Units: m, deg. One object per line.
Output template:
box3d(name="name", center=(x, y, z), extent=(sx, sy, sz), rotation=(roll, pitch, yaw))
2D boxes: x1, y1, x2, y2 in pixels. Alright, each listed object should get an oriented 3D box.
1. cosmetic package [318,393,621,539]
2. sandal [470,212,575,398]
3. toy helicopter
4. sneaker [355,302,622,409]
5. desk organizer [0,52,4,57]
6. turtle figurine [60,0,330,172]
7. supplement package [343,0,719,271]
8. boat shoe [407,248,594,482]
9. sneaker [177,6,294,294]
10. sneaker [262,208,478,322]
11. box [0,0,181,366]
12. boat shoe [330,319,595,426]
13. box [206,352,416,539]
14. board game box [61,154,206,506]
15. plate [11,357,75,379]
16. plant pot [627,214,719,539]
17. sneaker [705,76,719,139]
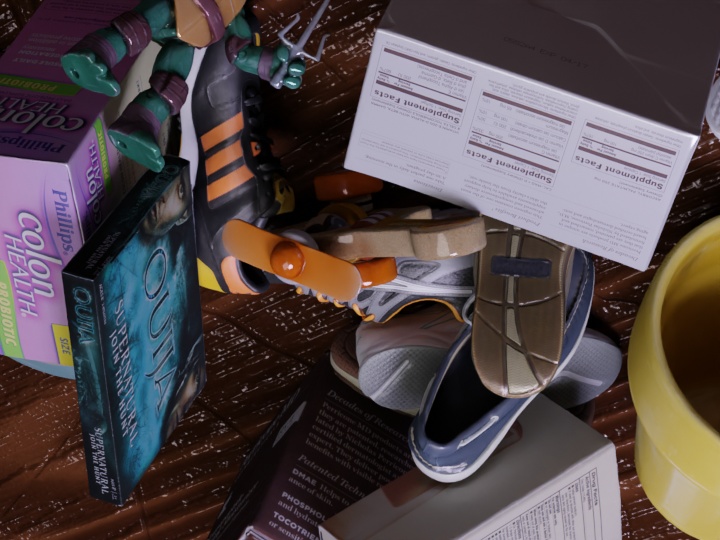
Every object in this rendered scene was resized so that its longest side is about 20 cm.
box3d(name="cosmetic package", center=(0.079, 0.184, 1.403), extent=(0.087, 0.199, 0.104), rotation=(35, 143, 46))
box3d(name="sandal", center=(0.115, -0.013, 1.347), extent=(0.080, 0.202, 0.054), rotation=(9, 172, 9))
box3d(name="toy helicopter", center=(0.001, -0.021, 1.294), extent=(0.199, 0.132, 0.080), rotation=(1, 102, 54))
box3d(name="sneaker", center=(0.092, 0.053, 1.463), extent=(0.199, 0.080, 0.071), rotation=(3, 122, -12))
box3d(name="desk organizer", center=(-0.254, -0.054, 1.483), extent=(0.071, 0.077, 0.201), rotation=(8, 122, 15))
box3d(name="turtle figurine", center=(-0.098, -0.168, 1.296), extent=(0.150, 0.200, 0.100), rotation=(49, 156, -22))
box3d(name="supplement package", center=(0.112, -0.116, 1.257), extent=(0.199, 0.156, 0.111), rotation=(20, 131, 4))
box3d(name="boat shoe", center=(0.098, 0.051, 1.378), extent=(0.075, 0.200, 0.062), rotation=(36, 162, 16))
box3d(name="sneaker", center=(-0.079, -0.079, 1.388), extent=(0.090, 0.070, 0.201), rotation=(20, 111, 19))
box3d(name="sneaker", center=(0.000, 0.000, 1.436), extent=(0.199, 0.078, 0.078), rotation=(-2, 99, 22))
box3d(name="box", center=(-0.192, -0.067, 1.385), extent=(0.096, 0.201, 0.177), rotation=(8, 131, 14))
box3d(name="boat shoe", center=(0.071, 0.101, 1.513), extent=(0.201, 0.075, 0.075), rotation=(19, 141, 6))
box3d(name="box", center=(-0.022, 0.212, 1.553), extent=(0.164, 0.201, 0.166), rotation=(31, 132, -7))
box3d(name="board game box", center=(-0.148, 0.040, 1.351), extent=(0.028, 0.136, 0.201), rotation=(15, 133, 17))
box3d(name="plate", center=(-0.250, 0.017, 1.596), extent=(0.199, 0.026, 0.201), rotation=(11, 130, 13))
box3d(name="plant pot", center=(0.268, 0.090, 1.358), extent=(0.199, 0.202, 0.189), rotation=(19, 148, 5))
box3d(name="sneaker", center=(0.314, -0.127, 1.243), extent=(0.199, 0.074, 0.082), rotation=(-25, 147, 30))
